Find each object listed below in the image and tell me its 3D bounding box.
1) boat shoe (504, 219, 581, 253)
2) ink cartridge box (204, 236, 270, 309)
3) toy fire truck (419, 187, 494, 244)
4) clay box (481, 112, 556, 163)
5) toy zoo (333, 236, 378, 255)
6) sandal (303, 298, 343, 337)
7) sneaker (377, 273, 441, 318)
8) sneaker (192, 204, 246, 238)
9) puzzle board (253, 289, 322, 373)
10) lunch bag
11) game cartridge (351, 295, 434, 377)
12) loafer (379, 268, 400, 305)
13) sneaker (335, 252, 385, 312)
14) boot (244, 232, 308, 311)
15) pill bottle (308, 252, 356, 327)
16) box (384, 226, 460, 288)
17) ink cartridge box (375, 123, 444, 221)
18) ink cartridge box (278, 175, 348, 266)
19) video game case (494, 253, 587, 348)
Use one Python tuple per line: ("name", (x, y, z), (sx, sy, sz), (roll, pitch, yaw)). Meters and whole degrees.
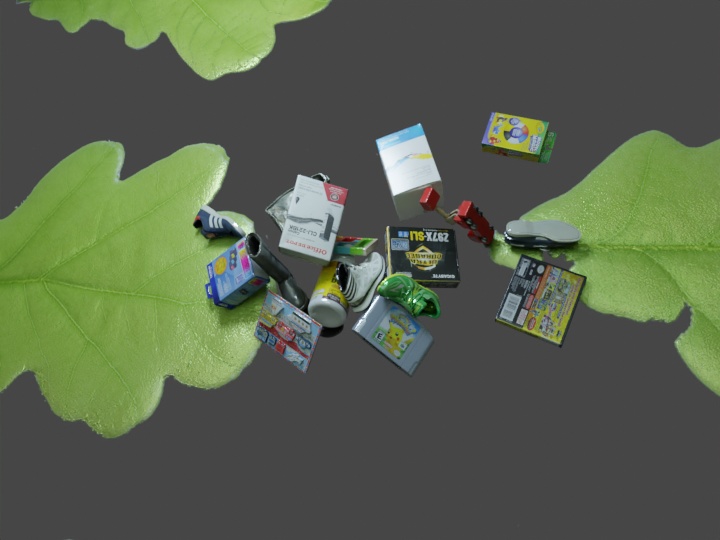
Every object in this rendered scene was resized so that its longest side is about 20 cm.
("boat shoe", (0.486, -0.089, 1.594), (0.195, 0.062, 0.076), (0, 50, 4))
("ink cartridge box", (-0.364, 0.017, 1.715), (0.198, 0.076, 0.139), (-34, 60, 25))
("toy fire truck", (0.265, -0.146, 1.620), (0.140, 0.200, 0.049), (12, 69, 47))
("clay box", (0.465, -0.389, 1.742), (0.196, 0.048, 0.117), (15, 71, 19))
("toy zoo", (-0.060, -0.073, 1.684), (0.196, 0.131, 0.021), (5, 106, 17))
("sandal", (-0.134, 0.120, 1.656), (0.198, 0.045, 0.076), (32, 75, 23))
("sneaker", (0.135, 0.069, 1.540), (0.075, 0.197, 0.084), (-58, 28, 22))
("sneaker", (-0.435, -0.125, 1.821), (0.198, 0.075, 0.085), (25, 72, 32))
("puzzle board", (-0.202, 0.165, 1.619), (0.198, 0.017, 0.153), (31, 114, 23))
("lunch bag", (-0.149, -0.170, 1.720), (0.199, 0.164, 0.118), (-41, 66, -6))
("game cartridge", (0.090, 0.163, 1.548), (0.199, 0.041, 0.134), (37, 69, 0))
("loafer", (0.080, 0.093, 1.621), (0.070, 0.063, 0.204), (11, 70, -16))
("sneaker", (0.000, 0.000, 1.576), (0.075, 0.116, 0.203), (-14, 38, 34))
("boot", (-0.230, 0.006, 1.627), (0.072, 0.201, 0.182), (-34, 51, -6))
("pill bottle", (-0.068, 0.046, 1.622), (0.107, 0.110, 0.202), (4, 49, 14))
("box", (0.167, -0.036, 1.621), (0.195, 0.050, 0.163), (2, 64, -8))
("ink cartridge box", (0.145, -0.278, 1.711), (0.142, 0.148, 0.203), (-18, 63, 5))
("ink cartridge box", (-0.126, -0.130, 1.584), (0.141, 0.084, 0.204), (15, 81, -4))
("video game case", (0.469, 0.076, 1.549), (0.178, 0.026, 0.203), (21, 72, 21))
